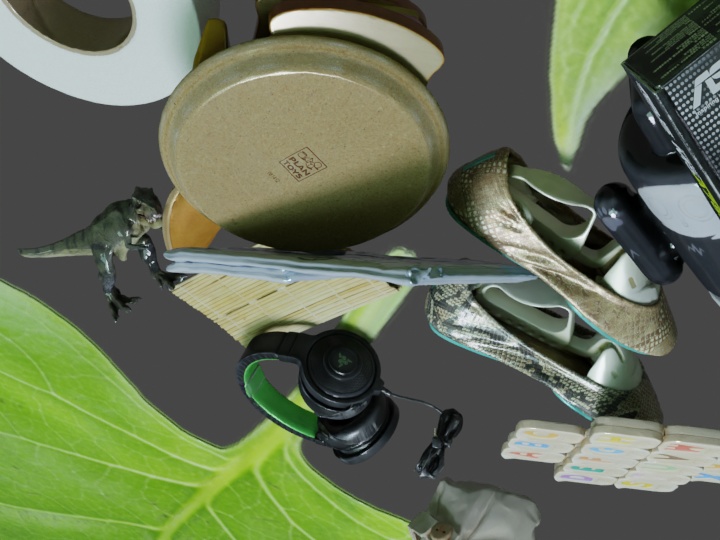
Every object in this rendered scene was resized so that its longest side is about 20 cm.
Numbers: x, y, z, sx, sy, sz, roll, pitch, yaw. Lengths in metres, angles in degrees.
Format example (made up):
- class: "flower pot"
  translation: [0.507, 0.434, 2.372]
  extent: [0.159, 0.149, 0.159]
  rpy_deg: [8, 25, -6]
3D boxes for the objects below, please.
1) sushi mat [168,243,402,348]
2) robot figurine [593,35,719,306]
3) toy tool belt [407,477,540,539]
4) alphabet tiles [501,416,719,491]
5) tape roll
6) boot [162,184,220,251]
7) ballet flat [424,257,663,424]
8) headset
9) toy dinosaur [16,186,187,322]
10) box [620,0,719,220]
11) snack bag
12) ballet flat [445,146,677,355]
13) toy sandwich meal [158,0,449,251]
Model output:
- class: "sushi mat"
  translation: [-0.062, 0.013, 1.336]
  extent: [0.096, 0.012, 0.199]
  rpy_deg: [40, 143, -22]
- class: "robot figurine"
  translation: [0.226, -0.056, 0.976]
  extent: [0.150, 0.125, 0.200]
  rpy_deg: [10, 148, 52]
- class: "toy tool belt"
  translation: [0.102, 0.283, 1.494]
  extent: [0.124, 0.123, 0.201]
  rpy_deg: [7, 142, 24]
- class: "alphabet tiles"
  translation: [0.207, 0.140, 1.267]
  extent: [0.194, 0.015, 0.200]
  rpy_deg: [8, 164, -1]
- class: "tape roll"
  translation: [-0.190, -0.194, 1.121]
  extent: [0.201, 0.037, 0.203]
  rpy_deg: [17, 144, 12]
- class: "boot"
  translation: [-0.060, -0.051, 1.200]
  extent: [0.143, 0.071, 0.202]
  rpy_deg: [22, 141, 5]
- class: "ballet flat"
  translation: [0.143, 0.052, 1.224]
  extent: [0.199, 0.068, 0.076]
  rpy_deg: [28, 130, -2]
- class: "headset"
  translation: [-0.014, 0.114, 1.367]
  extent: [0.199, 0.094, 0.124]
  rpy_deg: [8, 143, 25]
- class: "toy dinosaur"
  translation: [-0.193, -0.012, 1.356]
  extent: [0.199, 0.047, 0.088]
  rpy_deg: [-20, 111, 47]
- class: "box"
  translation: [0.260, -0.093, 0.867]
  extent: [0.200, 0.048, 0.193]
  rpy_deg: [-37, 125, 3]
- class: "snack bag"
  translation: [0.000, 0.000, 1.142]
  extent: [0.199, 0.022, 0.188]
  rpy_deg: [5, -178, 31]
- class: "ballet flat"
  translation: [0.148, -0.014, 1.130]
  extent: [0.199, 0.071, 0.065]
  rpy_deg: [32, 131, -17]
- class: "toy sandwich meal"
  translation: [-0.034, -0.096, 1.080]
  extent: [0.203, 0.071, 0.206]
  rpy_deg: [1, 139, 1]
